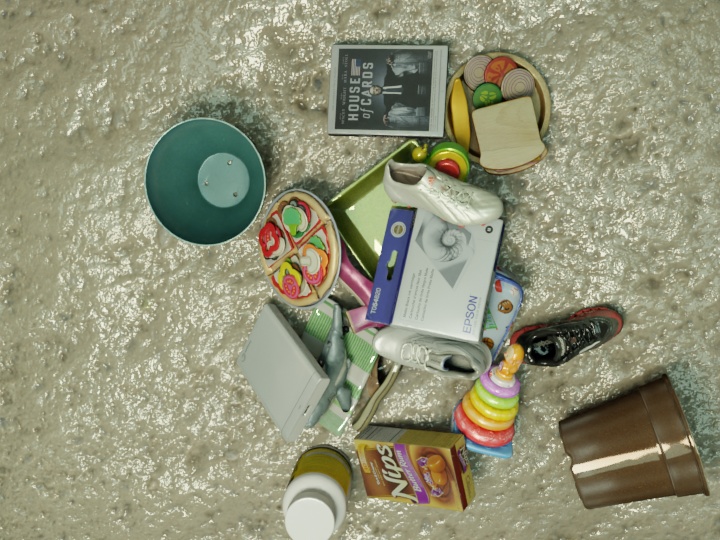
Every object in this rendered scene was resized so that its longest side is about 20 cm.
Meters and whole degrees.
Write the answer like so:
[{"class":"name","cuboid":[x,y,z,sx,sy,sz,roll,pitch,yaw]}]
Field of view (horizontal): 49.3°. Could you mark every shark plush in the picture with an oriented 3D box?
[{"class":"shark plush","cuboid":[-0.047,0.162,1.309,0.090,0.083,0.203,27,101,23]}]

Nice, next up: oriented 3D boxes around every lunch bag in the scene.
[{"class":"lunch bag","cuboid":[0.173,0.076,1.325,0.158,0.076,0.202,21,111,-5]}]

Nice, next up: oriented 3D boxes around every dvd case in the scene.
[{"class":"dvd case","cuboid":[0.045,-0.298,1.305,0.196,0.025,0.153,3,89,9]}]

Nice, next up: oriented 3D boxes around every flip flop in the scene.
[{"class":"flip flop","cuboid":[0.029,0.189,1.372,0.057,0.081,0.202,31,104,5]}]

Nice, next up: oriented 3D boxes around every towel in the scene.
[{"class":"towel","cuboid":[-0.054,0.163,1.369,0.151,0.023,0.202,29,100,23]}]

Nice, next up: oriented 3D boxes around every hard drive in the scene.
[{"class":"hard drive","cuboid":[-0.135,0.169,1.325,0.200,0.026,0.133,48,117,41]}]

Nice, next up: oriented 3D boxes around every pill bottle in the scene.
[{"class":"pill bottle","cuboid":[-0.073,0.385,1.338,0.109,0.200,0.113,0,98,3]}]

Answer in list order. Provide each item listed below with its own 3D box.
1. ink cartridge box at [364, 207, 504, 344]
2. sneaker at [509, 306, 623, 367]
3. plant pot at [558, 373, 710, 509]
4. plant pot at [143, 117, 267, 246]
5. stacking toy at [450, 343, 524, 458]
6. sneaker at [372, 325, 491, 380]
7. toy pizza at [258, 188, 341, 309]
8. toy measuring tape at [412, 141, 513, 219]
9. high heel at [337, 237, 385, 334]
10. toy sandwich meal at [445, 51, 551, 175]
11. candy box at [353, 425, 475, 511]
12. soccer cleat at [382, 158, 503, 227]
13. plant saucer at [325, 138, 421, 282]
[{"class":"ink cartridge box","cuboid":[0.115,0.001,1.250,0.197,0.041,0.203,9,79,19]},{"class":"sneaker","cuboid":[0.353,0.116,1.325,0.197,0.098,0.072,-17,95,5]},{"class":"plant pot","cuboid":[0.445,0.296,1.306,0.196,0.200,0.203,-19,96,15]},{"class":"plant pot","cuboid":[-0.243,-0.148,1.309,0.196,0.135,0.204,0,97,4]},{"class":"stacking toy","cuboid":[0.228,0.202,1.304,0.108,0.117,0.202,15,123,0]},{"class":"sneaker","cuboid":[0.112,0.130,1.267,0.197,0.087,0.076,8,101,14]},{"class":"toy pizza","cuboid":[-0.110,-0.034,1.313,0.198,0.031,0.204,7,100,42]},{"class":"toy measuring tape","cuboid":[0.176,-0.155,1.274,0.198,0.074,0.074,27,99,-7]},{"class":"high heel","cuboid":[0.000,0.000,1.316,0.095,0.067,0.203,-20,84,-6]},{"class":"toy sandwich meal","cuboid":[0.227,-0.259,1.295,0.201,0.070,0.209,1,98,4]},{"class":"candy box","cuboid":[0.090,0.336,1.342,0.198,0.056,0.119,-3,107,38]},{"class":"soccer cleat","cuboid":[0.125,-0.122,1.219,0.197,0.078,0.070,16,60,19]},{"class":"plant saucer","cuboid":[0.068,-0.085,1.341,0.199,0.048,0.201,-36,94,7]}]
